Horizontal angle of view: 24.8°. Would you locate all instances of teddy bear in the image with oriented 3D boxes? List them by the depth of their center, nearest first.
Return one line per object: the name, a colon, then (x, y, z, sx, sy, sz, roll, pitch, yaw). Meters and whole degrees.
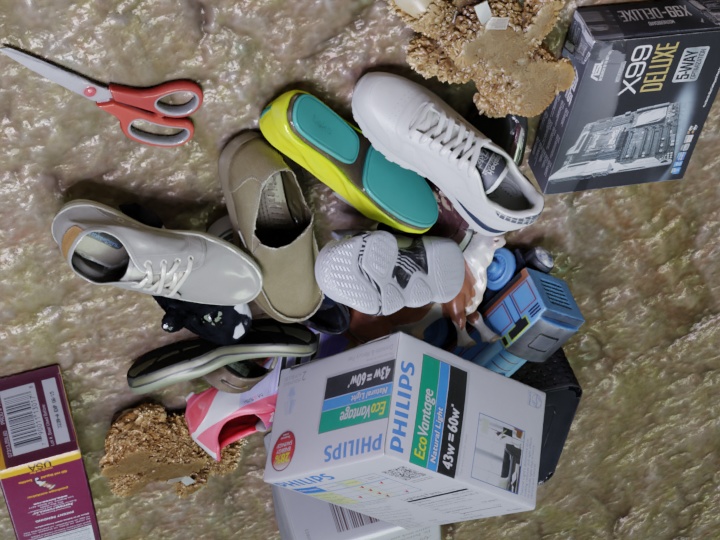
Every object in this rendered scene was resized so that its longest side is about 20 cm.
teddy bear: (0.104, -0.214, 1.412, 0.199, 0.067, 0.145, 21, 116, -36)
teddy bear: (-0.206, 0.191, 1.763, 0.199, 0.067, 0.145, 9, 138, -44)

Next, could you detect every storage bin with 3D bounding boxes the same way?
storage bin: (0.162, 0.166, 1.882, 0.134, 0.094, 0.201, -9, 140, -16)

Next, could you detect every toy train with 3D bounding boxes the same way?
toy train: (0.139, 0.064, 1.728, 0.086, 0.115, 0.200, 19, 127, -40)

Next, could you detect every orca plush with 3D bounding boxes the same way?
orca plush: (-0.163, 0.022, 1.533, 0.104, 0.072, 0.201, 3, 147, 16)

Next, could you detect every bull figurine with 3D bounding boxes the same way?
bull figurine: (0.072, 0.032, 1.669, 0.198, 0.123, 0.065, -26, 167, 17)

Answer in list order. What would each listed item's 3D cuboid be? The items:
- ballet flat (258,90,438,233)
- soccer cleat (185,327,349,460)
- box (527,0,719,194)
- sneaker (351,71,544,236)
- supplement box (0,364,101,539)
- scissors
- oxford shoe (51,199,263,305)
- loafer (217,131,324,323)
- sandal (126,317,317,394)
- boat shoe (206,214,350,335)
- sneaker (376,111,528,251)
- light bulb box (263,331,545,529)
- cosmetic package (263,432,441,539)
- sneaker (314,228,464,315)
ballet flat: (-0.014, -0.096, 1.487, 0.067, 0.067, 0.199, -14, 140, 45)
soccer cleat: (-0.088, 0.123, 1.697, 0.199, 0.077, 0.067, -29, 144, -13)
box: (0.258, -0.165, 1.562, 0.156, 0.050, 0.201, -7, 141, -18)
sneaker: (0.081, -0.110, 1.454, 0.199, 0.080, 0.077, 37, 80, -12)
supplement box: (-0.323, 0.206, 1.673, 0.085, 0.111, 0.201, -14, 143, -11)
scissors: (-0.221, -0.143, 1.380, 0.198, 0.014, 0.073, 7, 136, -35)
oxford shoe: (-0.178, -0.004, 1.443, 0.198, 0.058, 0.076, 19, 120, -24)
loafer: (-0.077, -0.028, 1.497, 0.076, 0.067, 0.201, -32, 126, -17)
sandal: (-0.135, 0.095, 1.645, 0.199, 0.080, 0.058, -15, 106, 11)
boat shoe: (-0.073, 0.011, 1.597, 0.070, 0.067, 0.200, -33, 142, 14)
sneaker: (0.073, -0.091, 1.545, 0.114, 0.076, 0.201, 9, 130, -23)
light bulb box: (0.044, 0.165, 1.625, 0.199, 0.126, 0.197, 24, 153, -33)
cosmetic package: (-0.007, 0.286, 1.883, 0.165, 0.167, 0.201, -14, 142, -9)
sneaker: (0.000, 0.000, 1.513, 0.114, 0.076, 0.199, 3, -178, 38)
